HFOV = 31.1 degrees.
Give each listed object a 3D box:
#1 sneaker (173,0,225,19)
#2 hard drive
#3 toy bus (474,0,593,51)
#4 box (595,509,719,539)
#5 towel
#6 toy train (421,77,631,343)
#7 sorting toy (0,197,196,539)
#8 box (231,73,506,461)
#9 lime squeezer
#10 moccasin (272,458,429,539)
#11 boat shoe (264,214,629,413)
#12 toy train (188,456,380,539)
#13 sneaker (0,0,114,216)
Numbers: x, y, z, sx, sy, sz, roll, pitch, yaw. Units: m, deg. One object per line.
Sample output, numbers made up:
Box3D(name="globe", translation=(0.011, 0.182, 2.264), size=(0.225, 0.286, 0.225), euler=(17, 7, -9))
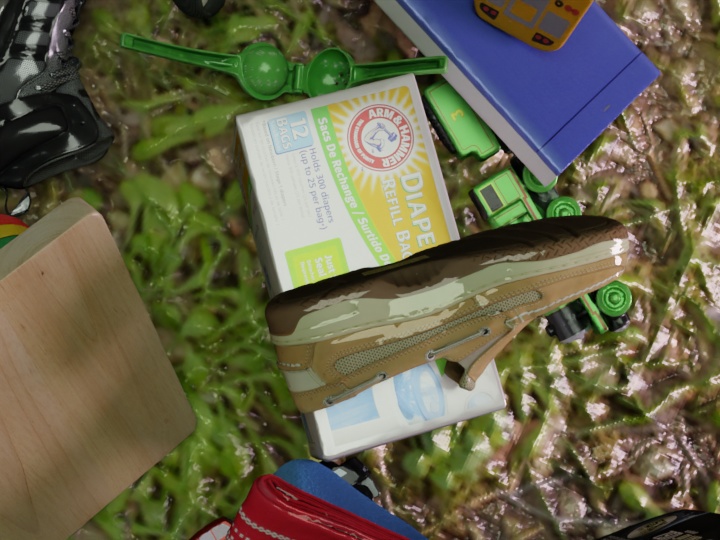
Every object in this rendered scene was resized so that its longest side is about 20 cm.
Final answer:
Box3D(name="sneaker", translation=(-0.068, -0.254, 0.804), size=(0.084, 0.074, 0.202), euler=(7, 98, -37))
Box3D(name="hard drive", translation=(0.086, -0.163, 0.809), size=(0.200, 0.025, 0.132), euler=(47, 53, 1))
Box3D(name="toy bus", translation=(0.137, -0.235, 0.803), size=(0.065, 0.078, 0.201), euler=(26, 56, -2))
Box3D(name="box", translation=(0.207, 0.247, 0.731), size=(0.085, 0.164, 0.202), euler=(-18, 85, -8))
Box3D(name="towel", translation=(-0.025, 0.208, 0.717), size=(0.144, 0.023, 0.201), euler=(25, 123, -3))
Box3D(name="toy train", translation=(0.103, -0.042, 0.818), size=(0.056, 0.042, 0.201), euler=(-30, 87, 1))
Box3D(name="sorting toy", translation=(-0.206, 0.074, 0.696), size=(0.198, 0.201, 0.069), euler=(-40, 54, -20))
Box3D(name="box", translation=(0.000, 0.000, 0.767), size=(0.111, 0.101, 0.202), euler=(-15, 85, -8))
Box3D(name="lime squeezer", translation=(-0.044, -0.122, 0.796), size=(0.198, 0.071, 0.038), euler=(6, 100, 6))
Box3D(name="moccasin", translation=(0.008, 0.185, 0.756), size=(0.068, 0.081, 0.200), euler=(-40, 109, 16))
Box3D(name="boat shoe", translation=(0.052, 0.026, 0.692), size=(0.198, 0.072, 0.077), euler=(-15, 100, -3))
Box3D(name="toy train", translation=(-0.080, 0.170, 0.772), size=(0.199, 0.034, 0.046), euler=(-31, 84, -10))
Box3D(name="sneaker", translation=(-0.182, -0.129, 0.779), size=(0.114, 0.075, 0.201), euler=(37, 86, -2))
